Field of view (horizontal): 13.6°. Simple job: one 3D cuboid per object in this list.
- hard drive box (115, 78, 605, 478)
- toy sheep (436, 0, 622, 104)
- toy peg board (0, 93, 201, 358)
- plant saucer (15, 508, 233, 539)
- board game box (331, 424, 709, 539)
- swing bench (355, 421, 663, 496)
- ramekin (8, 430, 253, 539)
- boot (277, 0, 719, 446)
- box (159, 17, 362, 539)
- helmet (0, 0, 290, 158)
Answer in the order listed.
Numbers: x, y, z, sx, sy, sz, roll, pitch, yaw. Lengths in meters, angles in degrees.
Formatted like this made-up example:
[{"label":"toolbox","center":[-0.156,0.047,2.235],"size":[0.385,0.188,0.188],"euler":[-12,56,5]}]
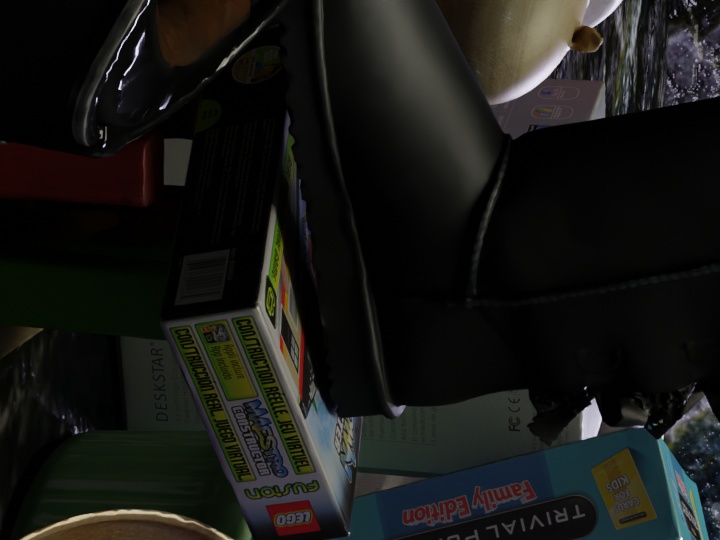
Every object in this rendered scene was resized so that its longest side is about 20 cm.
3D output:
[{"label":"hard drive box","center":[0.000,0.000,1.252],"size":[0.077,0.198,0.157],"euler":[-66,158,-59]},{"label":"toy sheep","center":[0.041,-0.153,1.090],"size":[0.138,0.137,0.201],"euler":[62,25,-68]},{"label":"toy peg board","center":[-0.088,-0.070,1.060],"size":[0.200,0.097,0.201],"euler":[-43,136,-73]},{"label":"plant saucer","center":[-0.103,0.174,1.023],"size":[0.199,0.035,0.202],"euler":[-12,110,-37]},{"label":"board game box","center":[0.057,0.112,1.190],"size":[0.200,0.150,0.047],"euler":[43,33,-75]},{"label":"swing bench","center":[0.064,0.160,1.612],"size":[0.200,0.197,0.131],"euler":[68,28,-63]},{"label":"ramekin","center":[-0.076,0.156,1.188],"size":[0.200,0.097,0.202],"euler":[4,90,-78]},{"label":"boot","center":[0.062,-0.036,0.978],"size":[0.073,0.161,0.200],"euler":[-70,154,-65]},{"label":"box","center":[-0.026,-0.015,1.051],"size":[0.201,0.034,0.110],"euler":[-84,160,-46]},{"label":"helmet","center":[-0.092,-0.149,0.797],"size":[0.200,0.190,0.200],"euler":[-49,172,-9]}]
